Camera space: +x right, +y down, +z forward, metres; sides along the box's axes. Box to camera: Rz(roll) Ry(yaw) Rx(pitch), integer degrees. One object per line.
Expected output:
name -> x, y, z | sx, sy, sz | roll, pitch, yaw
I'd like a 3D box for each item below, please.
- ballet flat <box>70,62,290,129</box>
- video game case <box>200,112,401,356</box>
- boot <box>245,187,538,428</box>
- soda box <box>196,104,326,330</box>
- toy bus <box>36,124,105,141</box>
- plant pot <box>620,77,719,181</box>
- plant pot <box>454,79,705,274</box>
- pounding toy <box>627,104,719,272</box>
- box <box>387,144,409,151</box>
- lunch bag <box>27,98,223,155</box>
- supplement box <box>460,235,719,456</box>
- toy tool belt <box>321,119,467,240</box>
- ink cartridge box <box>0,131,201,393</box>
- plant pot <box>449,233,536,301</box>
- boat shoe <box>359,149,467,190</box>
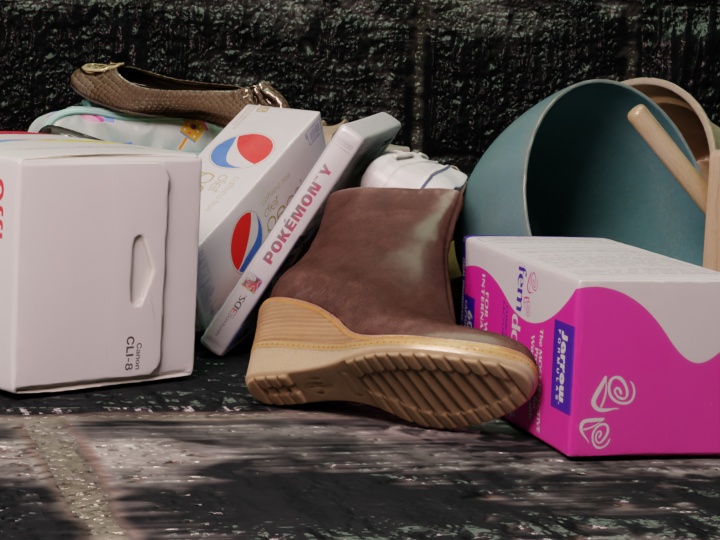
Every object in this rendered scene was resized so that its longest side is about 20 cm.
ballet flat -> -0.150, -0.150, 1.540 | 0.199, 0.047, 0.067 | 15, 25, 18
video game case -> -0.040, -0.032, 1.343 | 0.023, 0.183, 0.200 | 34, 11, 3
boot -> 0.033, 0.009, 1.105 | 0.199, 0.073, 0.167 | 0, 47, 32
soda box -> -0.097, -0.044, 1.355 | 0.068, 0.064, 0.200 | 9, 39, 27
toy bus -> -0.170, -0.019, 1.437 | 0.191, 0.137, 0.200 | 17, 3, -22
plant pot -> 0.333, -0.081, 1.913 | 0.200, 0.202, 0.183 | 10, -2, 45
plant pot -> 0.148, -0.027, 1.375 | 0.199, 0.202, 0.134 | -3, -8, -40
pounding toy -> 0.301, -0.019, 1.294 | 0.199, 0.186, 0.142 | -2, 8, -34
box -> -0.061, -0.088, 2.037 | 0.199, 0.110, 0.128 | -1, 7, -29
lunch bag -> -0.194, -0.065, 1.585 | 0.199, 0.162, 0.077 | 1, 7, -22
supplement box -> 0.135, 0.040, 1.095 | 0.103, 0.102, 0.200 | 0, 7, -17
toy tool belt -> -0.023, -0.059, 1.488 | 0.199, 0.126, 0.123 | -7, -32, 29
ink cartridge box -> -0.218, -0.011, 1.191 | 0.199, 0.146, 0.144 | 9, 9, 44
plant pot -> 0.058, -0.006, 1.518 | 0.199, 0.028, 0.200 | -17, 16, 5
boat shoe -> 0.034, -0.060, 1.353 | 0.065, 0.074, 0.200 | 37, -1, 3
